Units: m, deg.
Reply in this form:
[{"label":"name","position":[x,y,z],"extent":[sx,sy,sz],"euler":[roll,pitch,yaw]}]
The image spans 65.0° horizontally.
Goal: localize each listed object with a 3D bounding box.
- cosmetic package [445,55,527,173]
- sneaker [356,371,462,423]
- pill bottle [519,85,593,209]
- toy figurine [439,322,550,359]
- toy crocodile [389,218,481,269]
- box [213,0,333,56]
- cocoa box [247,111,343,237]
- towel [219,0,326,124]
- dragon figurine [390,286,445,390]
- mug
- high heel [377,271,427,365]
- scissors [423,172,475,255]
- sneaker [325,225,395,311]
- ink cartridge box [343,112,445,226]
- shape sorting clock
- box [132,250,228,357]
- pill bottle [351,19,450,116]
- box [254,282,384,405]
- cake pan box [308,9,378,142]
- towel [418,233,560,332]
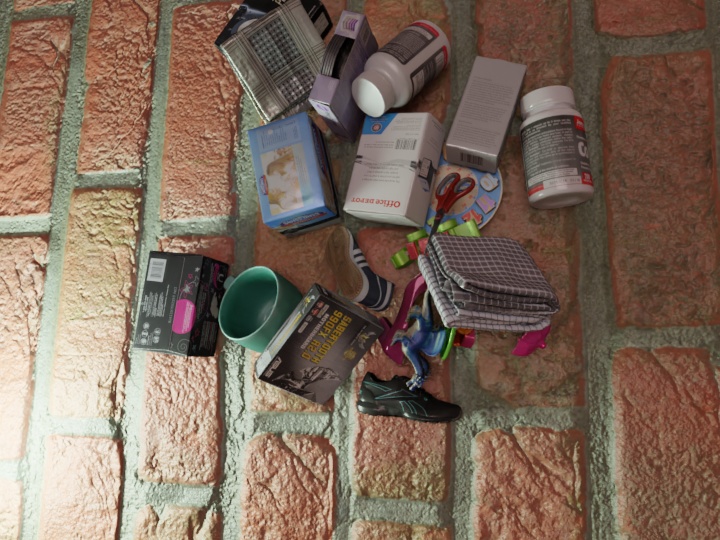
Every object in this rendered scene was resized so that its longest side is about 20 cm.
[{"label":"cosmetic package","position":[0.240,-0.298,1.080],"extent":[0.101,0.071,0.201],"euler":[17,77,15]},{"label":"sneaker","position":[0.090,0.237,1.047],"extent":[0.199,0.075,0.080],"euler":[5,80,14]},{"label":"pill bottle","position":[0.354,-0.224,1.034],"extent":[0.113,0.114,0.201],"euler":[-7,80,12]},{"label":"toy figurine","position":[0.250,0.079,1.025],"extent":[0.183,0.150,0.201],"euler":[10,59,1]},{"label":"toy crocodile","position":[0.137,-0.048,1.053],"extent":[0.199,0.062,0.068],"euler":[-16,95,45]},{"label":"box","position":[-0.187,-0.512,1.223],"extent":[0.164,0.086,0.200],"euler":[38,91,16]},{"label":"cocoa box","position":[-0.130,-0.188,1.135],"extent":[0.133,0.131,0.201],"euler":[-14,78,11]},{"label":"towel","position":[-0.154,-0.416,1.152],"extent":[0.192,0.035,0.201],"euler":[-35,117,-8]},{"label":"dragon figurine","position":[0.120,0.115,1.013],"extent":[0.099,0.059,0.201],"euler":[29,101,0]},{"label":"mug","position":[-0.185,0.072,1.111],"extent":[0.152,0.114,0.186],"euler":[-29,49,19]},{"label":"high heel","position":[0.108,0.080,1.065],"extent":[0.200,0.067,0.096],"euler":[-46,64,8]},{"label":"scissors","position":[0.142,-0.105,1.036],"extent":[0.073,0.014,0.200],"euler":[17,64,40]},{"label":"sneaker","position":[0.000,0.000,1.112],"extent":[0.070,0.108,0.201],"euler":[-45,40,22]},{"label":"ink cartridge box","position":[0.066,-0.195,1.094],"extent":[0.146,0.086,0.201],"euler":[10,85,35]},{"label":"shape sorting clock","position":[0.176,-0.159,1.105],"extent":[0.199,0.039,0.202],"euler":[-2,81,13]},{"label":"box","position":[-0.366,0.071,1.162],"extent":[0.131,0.115,0.201],"euler":[5,81,15]},{"label":"pill bottle","position":[0.076,-0.386,1.091],"extent":[0.111,0.111,0.200],"euler":[37,65,16]},{"label":"box","position":[-0.077,0.141,1.048],"extent":[0.200,0.158,0.048],"euler":[-52,31,11]},{"label":"cake pan box","position":[-0.022,-0.371,1.103],"extent":[0.052,0.200,0.185],"euler":[18,88,15]},{"label":"towel","position":[0.210,0.013,0.932],"extent":[0.199,0.086,0.166],"euler":[6,38,-19]}]
